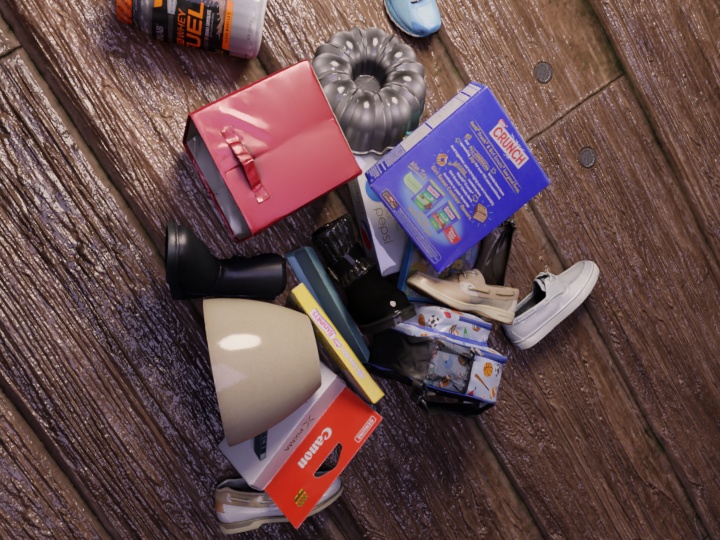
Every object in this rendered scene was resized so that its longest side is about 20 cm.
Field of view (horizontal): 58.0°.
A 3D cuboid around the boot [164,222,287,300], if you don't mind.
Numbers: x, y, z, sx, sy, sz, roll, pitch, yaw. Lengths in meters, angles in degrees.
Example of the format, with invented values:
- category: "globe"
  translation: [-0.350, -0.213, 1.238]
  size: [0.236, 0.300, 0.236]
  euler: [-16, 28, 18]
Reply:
- category: "boot"
  translation: [-0.184, -0.009, 0.905]
  size: [0.164, 0.201, 0.078]
  euler: [-2, 70, -12]

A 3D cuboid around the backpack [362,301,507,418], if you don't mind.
- category: "backpack"
  translation: [0.125, 0.134, 1.000]
  size: [0.188, 0.199, 0.156]
  euler: [26, 86, -27]

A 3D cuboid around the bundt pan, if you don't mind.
- category: "bundt pan"
  translation: [0.010, -0.279, 0.969]
  size: [0.197, 0.076, 0.206]
  euler: [3, 70, -7]

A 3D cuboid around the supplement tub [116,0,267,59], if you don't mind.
- category: "supplement tub"
  translation: [-0.234, -0.379, 0.914]
  size: [0.196, 0.122, 0.125]
  euler: [8, 90, -14]

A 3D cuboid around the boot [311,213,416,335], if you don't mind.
- category: "boot"
  translation: [-0.002, 0.001, 0.943]
  size: [0.078, 0.211, 0.160]
  euler: [-25, 102, -15]

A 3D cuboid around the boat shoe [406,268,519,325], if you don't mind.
- category: "boat shoe"
  translation: [0.159, 0.028, 0.986]
  size: [0.197, 0.072, 0.066]
  euler: [18, 90, -24]

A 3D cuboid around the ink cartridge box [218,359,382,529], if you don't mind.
- category: "ink cartridge box"
  translation: [-0.092, 0.237, 0.952]
  size: [0.201, 0.173, 0.044]
  euler: [-50, 141, -8]

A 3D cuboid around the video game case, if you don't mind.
- category: "video game case"
  translation: [0.149, -0.017, 1.032]
  size: [0.197, 0.018, 0.146]
  euler: [9, 97, -37]

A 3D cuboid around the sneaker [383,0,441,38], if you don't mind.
- category: "sneaker"
  translation: [0.069, -0.460, 1.007]
  size: [0.078, 0.090, 0.202]
  euler: [-30, 100, -11]

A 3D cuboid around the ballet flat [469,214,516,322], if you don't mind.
- category: "ballet flat"
  translation: [0.217, -0.008, 1.042]
  size: [0.066, 0.046, 0.204]
  euler: [4, 100, -35]

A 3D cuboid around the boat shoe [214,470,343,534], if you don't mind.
- category: "boat shoe"
  translation: [-0.124, 0.336, 0.987]
  size: [0.196, 0.075, 0.070]
  euler: [-13, 100, -13]

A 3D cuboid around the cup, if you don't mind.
- category: "cup"
  translation: [-0.132, 0.129, 0.910]
  size: [0.140, 0.200, 0.205]
  euler: [-10, 94, -11]

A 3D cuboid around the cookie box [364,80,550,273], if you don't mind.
- category: "cookie box"
  translation: [0.133, -0.127, 0.900]
  size: [0.199, 0.075, 0.172]
  euler: [-38, 113, 9]

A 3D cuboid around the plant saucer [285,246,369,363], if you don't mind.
- category: "plant saucer"
  translation: [-0.049, 0.054, 1.005]
  size: [0.019, 0.069, 0.203]
  euler: [-33, 99, -33]

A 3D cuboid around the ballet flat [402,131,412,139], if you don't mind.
- category: "ballet flat"
  translation: [0.156, -0.160, 0.965]
  size: [0.196, 0.067, 0.068]
  euler: [6, 105, -8]

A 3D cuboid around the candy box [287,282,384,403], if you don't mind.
- category: "candy box"
  translation: [-0.040, 0.110, 0.973]
  size: [0.026, 0.102, 0.201]
  euler: [-36, 91, -10]

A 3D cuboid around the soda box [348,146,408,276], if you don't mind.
- category: "soda box"
  translation: [0.028, -0.096, 1.018]
  size: [0.062, 0.068, 0.204]
  euler: [-15, 95, -14]

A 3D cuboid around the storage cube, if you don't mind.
- category: "storage cube"
  translation: [-0.128, -0.159, 0.913]
  size: [0.178, 0.199, 0.173]
  euler: [-30, 98, -18]

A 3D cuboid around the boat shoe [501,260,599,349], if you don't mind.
- category: "boat shoe"
  translation: [0.319, 0.043, 1.097]
  size: [0.200, 0.070, 0.072]
  euler: [-43, 104, -7]
